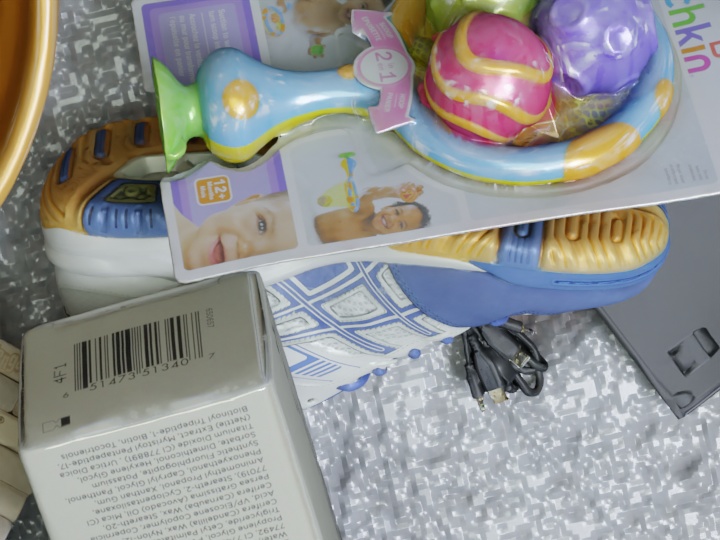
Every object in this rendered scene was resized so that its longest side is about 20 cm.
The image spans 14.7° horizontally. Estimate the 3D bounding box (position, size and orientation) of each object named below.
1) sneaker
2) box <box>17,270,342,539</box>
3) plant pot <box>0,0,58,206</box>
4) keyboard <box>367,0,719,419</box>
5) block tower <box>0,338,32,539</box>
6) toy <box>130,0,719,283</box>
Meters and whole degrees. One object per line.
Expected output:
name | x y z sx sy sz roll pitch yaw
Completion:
sneaker | 0.000 0.000 0.889 0.198 0.075 0.089 3 125 12
box | -0.041 0.106 0.873 0.082 0.069 0.201 -14 122 2
plant pot | -0.185 -0.082 0.811 0.199 0.183 0.202 -1 98 -5
keyboard | 0.057 -0.036 0.920 0.127 0.021 0.200 -37 99 1
block tower | -0.153 0.105 0.872 0.058 0.054 0.201 28 73 -11
toy | 0.032 -0.067 0.847 0.198 0.116 0.047 -11 143 -1
